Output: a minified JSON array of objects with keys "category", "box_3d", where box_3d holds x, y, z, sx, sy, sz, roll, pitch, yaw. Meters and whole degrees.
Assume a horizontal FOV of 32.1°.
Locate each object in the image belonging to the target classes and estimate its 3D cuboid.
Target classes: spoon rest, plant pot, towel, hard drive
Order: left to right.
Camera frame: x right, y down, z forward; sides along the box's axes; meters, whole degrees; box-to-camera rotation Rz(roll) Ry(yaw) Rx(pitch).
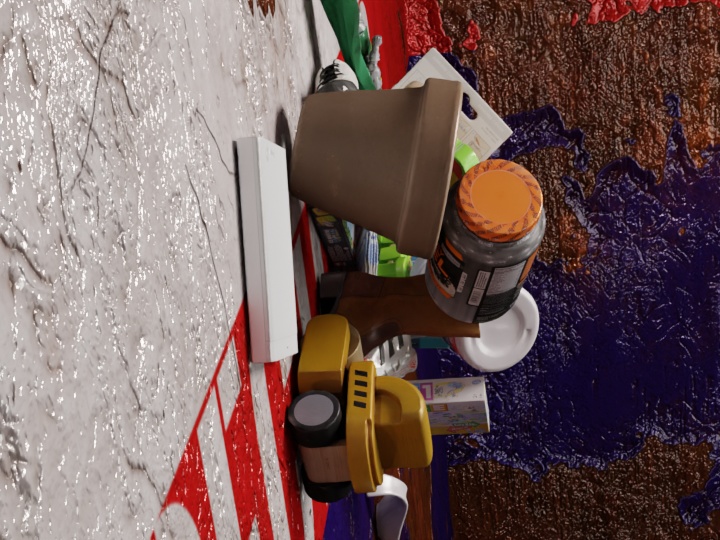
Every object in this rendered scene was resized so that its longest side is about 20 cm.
[{"category":"hard drive","box_3d":[-0.087,-0.019,1.189,0.132,0.026,0.204,-2,88,-83]},{"category":"towel","box_3d":[0.000,0.000,1.720,0.148,0.023,0.202,112,-16,-47]},{"category":"plant pot","box_3d":[0.014,-0.126,1.390,0.200,0.172,0.204,11,90,-89]},{"category":"spoon rest","box_3d":[0.050,0.376,1.973,0.201,0.060,0.101,74,14,-57]}]

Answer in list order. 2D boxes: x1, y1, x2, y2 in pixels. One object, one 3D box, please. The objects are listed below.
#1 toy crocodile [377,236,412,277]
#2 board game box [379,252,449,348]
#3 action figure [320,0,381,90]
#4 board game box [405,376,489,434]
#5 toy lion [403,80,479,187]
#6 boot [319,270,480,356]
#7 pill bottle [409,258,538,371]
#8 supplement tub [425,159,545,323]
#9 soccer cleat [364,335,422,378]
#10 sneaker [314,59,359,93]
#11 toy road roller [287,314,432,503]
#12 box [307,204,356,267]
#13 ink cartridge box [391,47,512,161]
[{"category":"toy crocodile","box_3d":[0.050,-0.015,1.796,0.201,0.066,0.062,-73,149,-46]},{"category":"board game box","box_3d":[0.056,0.022,1.832,0.047,0.148,0.202,88,4,-47]},{"category":"action figure","box_3d":[-0.004,-0.307,1.679,0.118,0.054,0.202,47,-20,54]},{"category":"board game box","box_3d":[0.072,0.186,1.685,0.135,0.196,0.035,71,17,-63]},{"category":"toy lion","box_3d":[0.078,-0.128,1.574,0.193,0.069,0.199,54,-26,-9]},{"category":"boot","box_3d":[0.048,0.082,1.530,0.069,0.196,0.190,86,4,-49]},{"category":"pill bottle","box_3d":[0.143,0.042,1.669,0.200,0.118,0.121,-137,-144,-61]},{"category":"supplement tub","box_3d":[0.144,-0.034,1.449,0.201,0.120,0.124,100,-9,-60]},{"category":"soccer cleat","box_3d":[0.027,0.122,1.609,0.201,0.084,0.069,-60,173,-39]},{"category":"sneaker","box_3d":[-0.037,-0.233,1.623,0.200,0.073,0.081,-58,129,-86]},{"category":"toy road roller","box_3d":[0.005,0.149,1.361,0.202,0.143,0.124,-86,170,-49]},{"category":"box","box_3d":[-0.036,-0.092,1.622,0.200,0.034,0.112,70,18,-67]},{"category":"ink cartridge box","box_3d":[0.083,-0.169,1.676,0.160,0.200,0.047,46,12,6]}]
